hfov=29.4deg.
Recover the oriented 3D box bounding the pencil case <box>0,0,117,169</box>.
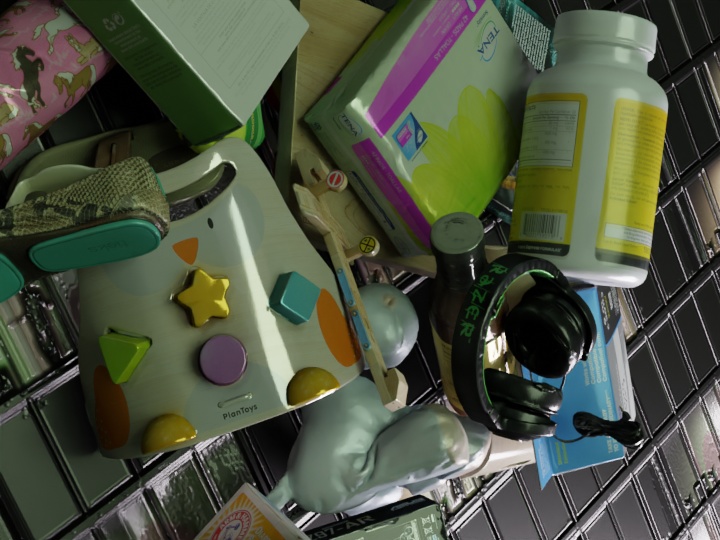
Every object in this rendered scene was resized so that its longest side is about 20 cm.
[{"bbox_3d":[-0.217,-0.143,0.908,0.087,0.083,0.200,45,55,-7],"label":"pencil case"}]

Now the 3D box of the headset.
[{"bbox_3d":[0.139,0.074,1.007,0.200,0.093,0.125,48,63,-46],"label":"headset"}]

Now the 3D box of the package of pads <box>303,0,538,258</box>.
[{"bbox_3d":[0.062,-0.125,1.082,0.155,0.068,0.201,52,54,-24],"label":"package of pads"}]

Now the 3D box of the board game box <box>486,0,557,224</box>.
[{"bbox_3d":[0.136,-0.153,1.275,0.134,0.028,0.203,28,65,-37],"label":"board game box"}]

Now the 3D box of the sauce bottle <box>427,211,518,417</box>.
[{"bbox_3d":[0.085,0.036,1.054,0.066,0.065,0.202,-55,151,-33],"label":"sauce bottle"}]

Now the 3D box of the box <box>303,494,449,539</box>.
[{"bbox_3d":[0.005,0.291,1.036,0.158,0.043,0.203,-16,95,-17],"label":"box"}]

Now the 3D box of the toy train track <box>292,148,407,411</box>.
[{"bbox_3d":[0.000,0.000,0.967,0.115,0.032,0.202,46,23,-66],"label":"toy train track"}]

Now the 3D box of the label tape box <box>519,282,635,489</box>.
[{"bbox_3d":[0.184,0.083,1.149,0.200,0.062,0.147,-31,111,-72],"label":"label tape box"}]

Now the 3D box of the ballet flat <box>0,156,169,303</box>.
[{"bbox_3d":[-0.217,-0.023,0.869,0.068,0.197,0.076,68,4,-58],"label":"ballet flat"}]

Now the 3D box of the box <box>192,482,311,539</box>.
[{"bbox_3d":[-0.092,0.260,0.902,0.200,0.112,0.102,-47,117,-8],"label":"box"}]

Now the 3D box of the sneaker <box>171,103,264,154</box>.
[{"bbox_3d":[-0.118,-0.176,1.018,0.083,0.073,0.203,12,64,-66],"label":"sneaker"}]

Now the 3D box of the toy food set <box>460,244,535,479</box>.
[{"bbox_3d":[0.123,0.077,1.220,0.143,0.060,0.204,2,84,-54],"label":"toy food set"}]

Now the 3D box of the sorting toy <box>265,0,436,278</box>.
[{"bbox_3d":[0.001,-0.104,1.115,0.198,0.069,0.202,13,75,-40],"label":"sorting toy"}]

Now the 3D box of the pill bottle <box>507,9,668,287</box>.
[{"bbox_3d":[0.180,-0.093,1.071,0.111,0.111,0.204,9,88,-41],"label":"pill bottle"}]

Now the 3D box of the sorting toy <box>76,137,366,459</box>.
[{"bbox_3d":[-0.108,0.013,0.914,0.197,0.107,0.183,-19,95,-7],"label":"sorting toy"}]

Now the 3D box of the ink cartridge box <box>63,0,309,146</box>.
[{"bbox_3d":[-0.132,-0.193,0.897,0.200,0.059,0.104,48,53,-25],"label":"ink cartridge box"}]

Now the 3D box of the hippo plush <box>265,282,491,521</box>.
[{"bbox_3d":[-0.012,0.100,1.055,0.197,0.159,0.163,-18,75,-2],"label":"hippo plush"}]

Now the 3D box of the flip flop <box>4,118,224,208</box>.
[{"bbox_3d":[-0.164,-0.061,0.963,0.199,0.057,0.082,-27,102,-42],"label":"flip flop"}]
